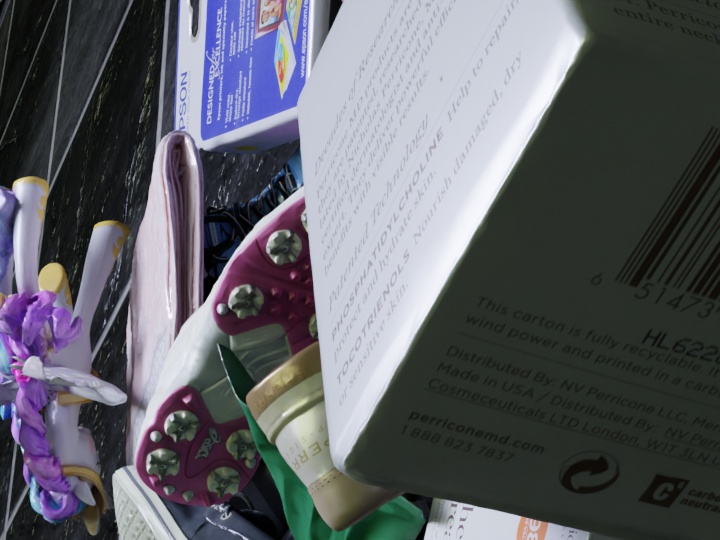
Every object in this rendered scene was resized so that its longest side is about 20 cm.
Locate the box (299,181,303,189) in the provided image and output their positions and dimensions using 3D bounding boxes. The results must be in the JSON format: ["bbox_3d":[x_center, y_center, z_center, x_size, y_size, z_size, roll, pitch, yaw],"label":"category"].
[{"bbox_3d":[0.000,0.000,0.963,0.144,0.036,0.200,-63,25,-5],"label":"box"}]

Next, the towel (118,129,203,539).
[{"bbox_3d":[-0.122,0.049,1.110,0.201,0.032,0.192,112,159,-54],"label":"towel"}]

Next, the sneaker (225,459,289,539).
[{"bbox_3d":[-0.066,0.134,1.046,0.072,0.082,0.202,-179,103,-71],"label":"sneaker"}]

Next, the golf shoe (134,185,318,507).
[{"bbox_3d":[-0.051,0.020,0.915,0.201,0.075,0.092,-53,22,18],"label":"golf shoe"}]

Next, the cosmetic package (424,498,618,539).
[{"bbox_3d":[0.059,0.175,0.704,0.151,0.051,0.202,170,114,-68],"label":"cosmetic package"}]

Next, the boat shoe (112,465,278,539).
[{"bbox_3d":[-0.075,0.157,0.968,0.200,0.062,0.075,27,128,53],"label":"boat shoe"}]

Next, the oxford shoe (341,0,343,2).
[{"bbox_3d":[0.022,-0.148,0.948,0.070,0.074,0.202,-21,67,15],"label":"oxford shoe"}]

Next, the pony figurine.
[{"bbox_3d":[-0.202,0.052,1.126,0.193,0.165,0.202,34,-130,-63],"label":"pony figurine"}]

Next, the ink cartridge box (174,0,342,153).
[{"bbox_3d":[-0.051,-0.174,1.083,0.200,0.047,0.200,-9,77,64],"label":"ink cartridge box"}]

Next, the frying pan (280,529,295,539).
[{"bbox_3d":[-0.005,0.109,0.961,0.115,0.031,0.192,-158,84,-71],"label":"frying pan"}]

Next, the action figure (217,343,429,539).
[{"bbox_3d":[-0.007,0.108,0.859,0.055,0.118,0.201,-40,-24,-19],"label":"action figure"}]

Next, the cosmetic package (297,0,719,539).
[{"bbox_3d":[0.088,-0.040,0.601,0.201,0.166,0.167,-97,29,-51],"label":"cosmetic package"}]

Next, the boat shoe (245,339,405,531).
[{"bbox_3d":[0.045,0.051,0.672,0.072,0.199,0.065,-41,69,35],"label":"boat shoe"}]

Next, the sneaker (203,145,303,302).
[{"bbox_3d":[-0.056,-0.017,1.126,0.079,0.089,0.201,-96,27,-49],"label":"sneaker"}]
